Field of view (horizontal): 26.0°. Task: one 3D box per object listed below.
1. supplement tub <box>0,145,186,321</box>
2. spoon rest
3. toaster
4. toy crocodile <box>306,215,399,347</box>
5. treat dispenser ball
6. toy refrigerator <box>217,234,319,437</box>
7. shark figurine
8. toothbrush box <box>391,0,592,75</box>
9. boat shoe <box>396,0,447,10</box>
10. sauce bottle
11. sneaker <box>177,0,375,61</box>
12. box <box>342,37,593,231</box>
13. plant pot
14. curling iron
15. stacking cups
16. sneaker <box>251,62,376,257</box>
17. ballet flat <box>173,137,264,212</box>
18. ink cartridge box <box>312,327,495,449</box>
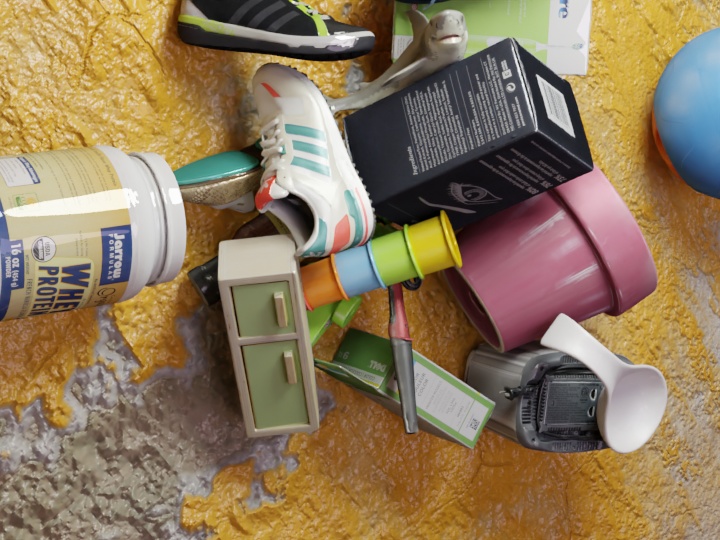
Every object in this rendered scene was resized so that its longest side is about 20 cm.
[{"bbox_3d":[-0.270,-0.035,1.395,0.199,0.144,0.146,-10,103,-30],"label":"supplement tub"},{"bbox_3d":[0.267,0.123,1.649,0.200,0.060,0.100,43,79,-37],"label":"spoon rest"},{"bbox_3d":[0.202,0.137,1.732,0.199,0.129,0.115,1,97,-33],"label":"toaster"},{"bbox_3d":[-0.015,-0.004,1.617,0.067,0.062,0.201,30,80,10],"label":"toy crocodile"},{"bbox_3d":[0.435,-0.180,1.786,0.200,0.200,0.203,-6,101,-31],"label":"treat dispenser ball"},{"bbox_3d":[-0.088,0.068,1.521,0.075,0.070,0.201,-5,126,1],"label":"toy refrigerator"},{"bbox_3d":[0.035,-0.211,1.540,0.128,0.214,0.090,10,62,-51],"label":"shark figurine"},{"bbox_3d":[0.135,-0.276,1.592,0.198,0.086,0.147,3,98,5],"label":"toothbrush box"},{"bbox_3d":[0.114,-0.311,1.511,0.199,0.069,0.085,-17,95,8],"label":"boat shoe"},{"bbox_3d":[-0.080,-0.034,1.556,0.199,0.066,0.066,-33,114,-9],"label":"sauce bottle"},{"bbox_3d":[-0.083,-0.246,1.472,0.198,0.072,0.084,8,93,8],"label":"sneaker"},{"bbox_3d":[0.106,-0.124,1.539,0.148,0.199,0.105,23,49,-58],"label":"box"},{"bbox_3d":[0.190,-0.013,1.677,0.178,0.200,0.201,-32,115,-7],"label":"plant pot"},{"bbox_3d":[0.049,0.064,1.566,0.049,0.026,0.202,6,70,-16],"label":"curling iron"},{"bbox_3d":[0.000,0.000,1.555,0.199,0.061,0.061,-19,112,11],"label":"stacking cups"},{"bbox_3d":[-0.066,-0.103,1.476,0.093,0.070,0.201,-22,83,-36],"label":"sneaker"},{"bbox_3d":[-0.102,-0.095,1.541,0.199,0.070,0.066,-25,121,-24],"label":"ballet flat"},{"bbox_3d":[0.036,0.112,1.638,0.199,0.104,0.060,33,80,-31],"label":"ink cartridge box"}]
